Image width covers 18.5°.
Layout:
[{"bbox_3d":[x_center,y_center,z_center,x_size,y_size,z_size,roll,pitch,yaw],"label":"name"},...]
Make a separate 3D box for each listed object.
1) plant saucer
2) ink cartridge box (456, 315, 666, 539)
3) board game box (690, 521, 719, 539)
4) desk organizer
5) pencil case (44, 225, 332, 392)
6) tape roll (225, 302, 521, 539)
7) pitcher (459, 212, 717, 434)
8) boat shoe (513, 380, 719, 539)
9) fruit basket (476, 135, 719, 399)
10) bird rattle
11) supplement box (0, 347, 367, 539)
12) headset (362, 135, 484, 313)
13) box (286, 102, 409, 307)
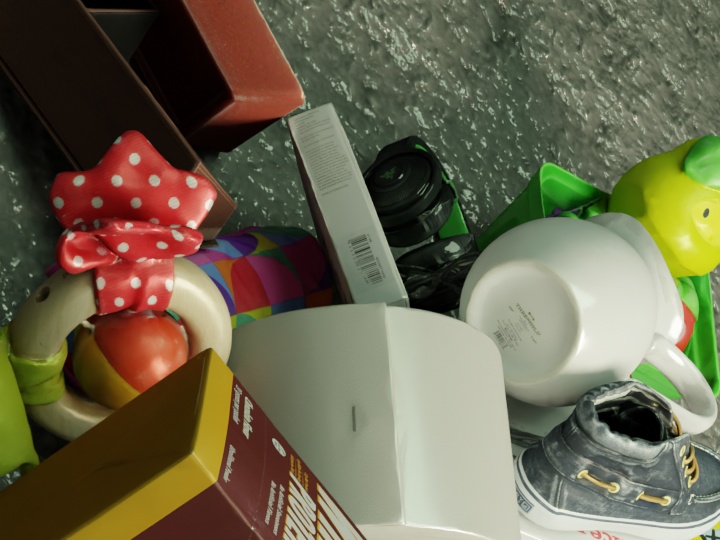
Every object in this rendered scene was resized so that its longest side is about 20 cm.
[{"bbox_3d":[-0.122,-0.170,1.408,0.037,0.200,0.200,-30,93,-19],"label":"plant saucer"},{"bbox_3d":[0.119,0.141,1.479,0.145,0.083,0.200,22,37,-24],"label":"ink cartridge box"},{"bbox_3d":[0.212,0.250,1.553,0.103,0.105,0.200,18,45,4],"label":"board game box"},{"bbox_3d":[-0.147,-0.109,1.353,0.072,0.077,0.200,-8,53,-50],"label":"desk organizer"},{"bbox_3d":[-0.104,0.019,1.377,0.200,0.088,0.089,-11,77,-53],"label":"pencil case"},{"bbox_3d":[-0.008,0.125,1.328,0.202,0.202,0.140,21,55,-41],"label":"tape roll"},{"bbox_3d":[0.158,0.043,1.459,0.172,0.121,0.200,53,23,13],"label":"pitcher"},{"bbox_3d":[0.190,0.121,1.413,0.200,0.091,0.071,3,49,-43],"label":"boat shoe"},{"bbox_3d":[0.211,-0.005,1.657,0.215,0.215,0.156,26,50,-37],"label":"fruit basket"},{"bbox_3d":[-0.144,0.028,1.241,0.163,0.200,0.113,37,6,-43],"label":"bird rattle"},{"bbox_3d":[-0.098,0.191,1.155,0.200,0.197,0.133,52,12,-16],"label":"supplement box"},{"bbox_3d":[0.057,-0.027,1.558,0.124,0.094,0.200,64,18,-16],"label":"headset"},{"bbox_3d":[0.000,0.000,1.434,0.200,0.036,0.145,80,-10,-66],"label":"box"}]
